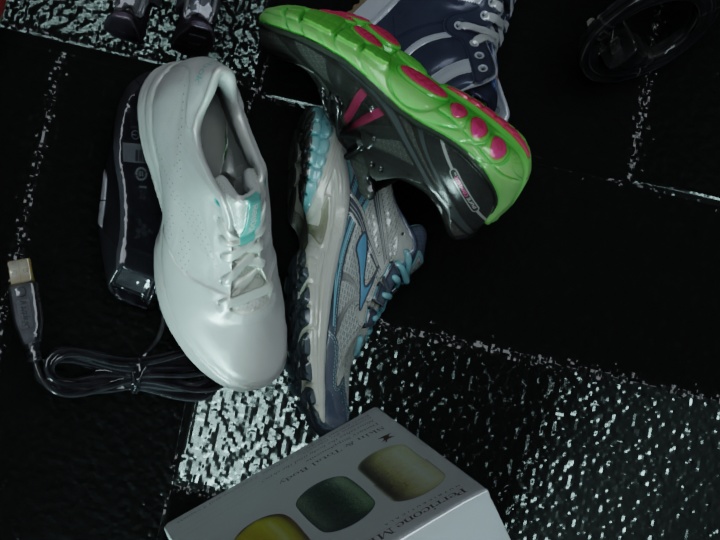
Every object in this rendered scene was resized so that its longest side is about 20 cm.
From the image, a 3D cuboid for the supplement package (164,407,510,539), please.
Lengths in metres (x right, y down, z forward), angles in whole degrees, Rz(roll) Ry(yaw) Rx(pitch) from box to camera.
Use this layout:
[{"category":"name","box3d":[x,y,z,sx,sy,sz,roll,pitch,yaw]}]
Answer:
[{"category":"supplement package","box3d":[0.004,0.194,1.063,0.151,0.200,0.152,-28,105,-11]}]

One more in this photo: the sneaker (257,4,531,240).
[{"category":"sneaker","box3d":[0.006,-0.089,1.120,0.200,0.076,0.084,40,112,24]}]

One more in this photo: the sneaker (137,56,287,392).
[{"category":"sneaker","box3d":[-0.078,-0.024,1.119,0.075,0.088,0.202,-19,100,-29]}]

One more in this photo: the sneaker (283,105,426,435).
[{"category":"sneaker","box3d":[0.000,0.000,1.169,0.085,0.078,0.202,4,82,-11]}]

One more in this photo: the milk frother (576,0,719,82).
[{"category":"milk frother","box3d":[0.182,-0.248,1.197,0.199,0.181,0.189,-32,44,11]}]

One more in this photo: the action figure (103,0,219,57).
[{"category":"action figure","box3d":[-0.098,-0.236,1.191,0.129,0.069,0.202,12,77,3]}]

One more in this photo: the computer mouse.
[{"category":"computer mouse","box3d":[-0.150,-0.019,1.157,0.139,0.046,0.202,-3,91,-27]}]

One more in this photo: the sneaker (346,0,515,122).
[{"category":"sneaker","box3d":[0.078,-0.163,1.187,0.200,0.070,0.108,-45,63,-5]}]

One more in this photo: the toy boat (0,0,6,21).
[{"category":"toy boat","box3d":[-0.302,-0.162,1.118,0.199,0.131,0.131,-34,89,-11]}]
